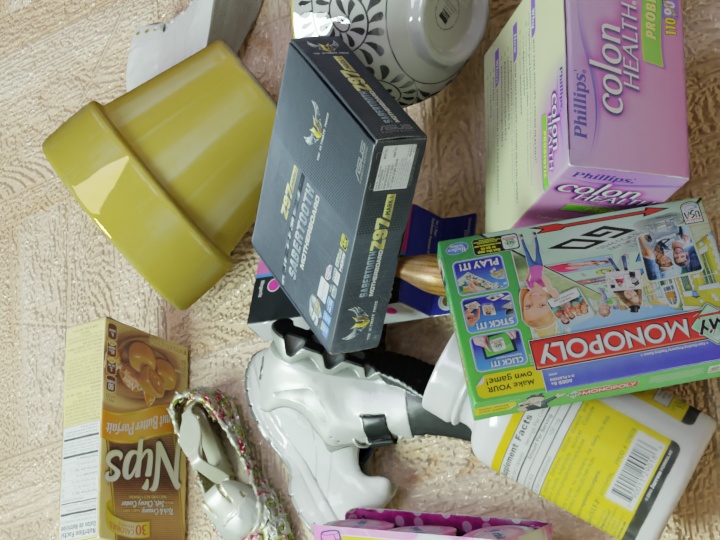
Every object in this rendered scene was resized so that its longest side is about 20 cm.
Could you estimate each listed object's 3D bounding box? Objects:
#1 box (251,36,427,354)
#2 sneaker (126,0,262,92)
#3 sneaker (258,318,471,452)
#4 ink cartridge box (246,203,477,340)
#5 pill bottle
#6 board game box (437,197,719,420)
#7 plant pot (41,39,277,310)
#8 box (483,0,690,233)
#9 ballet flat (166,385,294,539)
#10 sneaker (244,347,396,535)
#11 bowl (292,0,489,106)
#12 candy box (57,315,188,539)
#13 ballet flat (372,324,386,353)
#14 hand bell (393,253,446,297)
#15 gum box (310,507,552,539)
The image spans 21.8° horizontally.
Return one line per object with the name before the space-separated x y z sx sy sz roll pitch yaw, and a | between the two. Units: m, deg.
box | -0.021 -0.061 1.479 0.158 0.051 0.202 53 140 44
sneaker | -0.167 -0.244 1.814 0.115 0.073 0.202 20 88 37
sneaker | 0.011 0.113 1.527 0.198 0.074 0.089 20 107 8
ink cartridge box | 0.000 0.000 1.565 0.198 0.037 0.096 -8 57 28
pill bottle | 0.150 0.112 1.371 0.199 0.111 0.112 29 93 12
board game box | 0.164 0.026 1.337 0.198 0.029 0.136 -10 59 -3
plant pot | -0.154 -0.098 1.689 0.188 0.201 0.201 -40 53 0
box | 0.168 -0.121 1.430 0.200 0.096 0.178 125 148 -67
ballet flat | -0.122 0.185 1.636 0.076 0.064 0.201 -43 54 17
sneaker | -0.034 0.142 1.591 0.087 0.075 0.201 -33 59 5
bowl | 0.045 -0.219 1.548 0.094 0.200 0.203 16 85 40
candy box | -0.212 0.155 1.682 0.055 0.115 0.202 -16 65 33
ballet flat | -0.007 0.012 1.609 0.066 0.057 0.202 -18 59 35
hand bell | 0.122 0.013 1.436 0.198 0.104 0.105 12 81 17
gum box | 0.053 0.252 1.451 0.198 0.066 0.115 -1 96 37
